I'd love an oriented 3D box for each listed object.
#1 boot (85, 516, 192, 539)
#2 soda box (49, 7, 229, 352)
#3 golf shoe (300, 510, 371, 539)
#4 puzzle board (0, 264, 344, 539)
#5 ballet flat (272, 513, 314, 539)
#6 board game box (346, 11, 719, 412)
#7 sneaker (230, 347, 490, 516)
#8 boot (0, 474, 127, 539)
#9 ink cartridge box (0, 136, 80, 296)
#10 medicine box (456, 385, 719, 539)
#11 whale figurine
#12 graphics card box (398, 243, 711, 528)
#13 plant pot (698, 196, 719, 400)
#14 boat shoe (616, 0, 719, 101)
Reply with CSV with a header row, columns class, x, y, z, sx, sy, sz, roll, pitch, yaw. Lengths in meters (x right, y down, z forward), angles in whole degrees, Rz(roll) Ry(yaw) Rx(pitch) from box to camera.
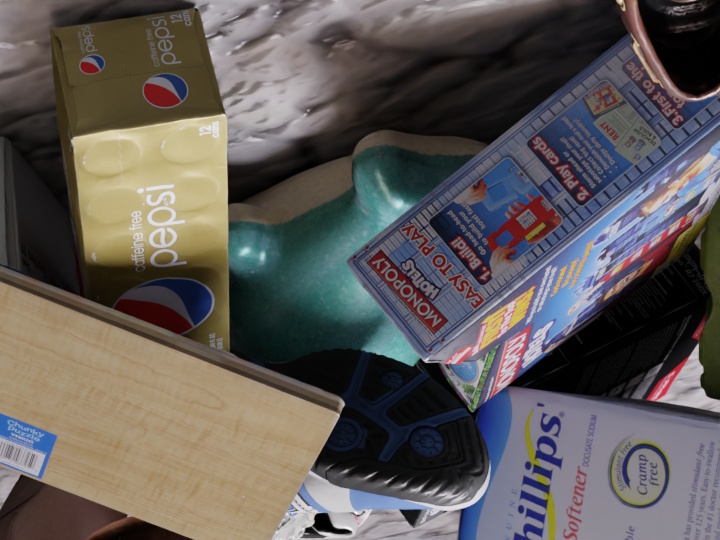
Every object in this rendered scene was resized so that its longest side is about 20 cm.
class,x,y,z,sx,sy,sz,roll,pitch,yaw
boot,-0.119,0.197,1.202,0.199,0.074,0.155,-23,146,31
soda box,-0.098,-0.026,0.899,0.067,0.064,0.200,-10,145,-10
golf shoe,-0.016,0.142,1.309,0.199,0.092,0.073,-12,143,-32
puzzle board,-0.120,0.063,0.918,0.199,0.017,0.151,22,142,-5
ballet flat,-0.041,0.104,1.180,0.071,0.072,0.200,-2,-158,-5
board game box,0.084,-0.016,0.919,0.199,0.062,0.200,-34,163,-18
sneaker,-0.029,0.086,0.981,0.199,0.076,0.077,10,139,20
boot,-0.175,0.164,1.275,0.070,0.147,0.200,31,140,-30
ink cartridge box,-0.243,0.014,0.985,0.199,0.083,0.147,-9,156,7
medicine box,0.181,0.127,1.025,0.199,0.104,0.182,8,179,33
whale figurine,0.000,0.000,0.997,0.158,0.104,0.200,5,156,-25
graphics card box,0.108,0.063,1.130,0.199,0.051,0.126,-25,155,-27
plant pot,0.275,0.009,1.034,0.189,0.201,0.200,2,160,13
boat shoe,0.127,-0.135,0.762,0.070,0.071,0.200,-10,156,11
